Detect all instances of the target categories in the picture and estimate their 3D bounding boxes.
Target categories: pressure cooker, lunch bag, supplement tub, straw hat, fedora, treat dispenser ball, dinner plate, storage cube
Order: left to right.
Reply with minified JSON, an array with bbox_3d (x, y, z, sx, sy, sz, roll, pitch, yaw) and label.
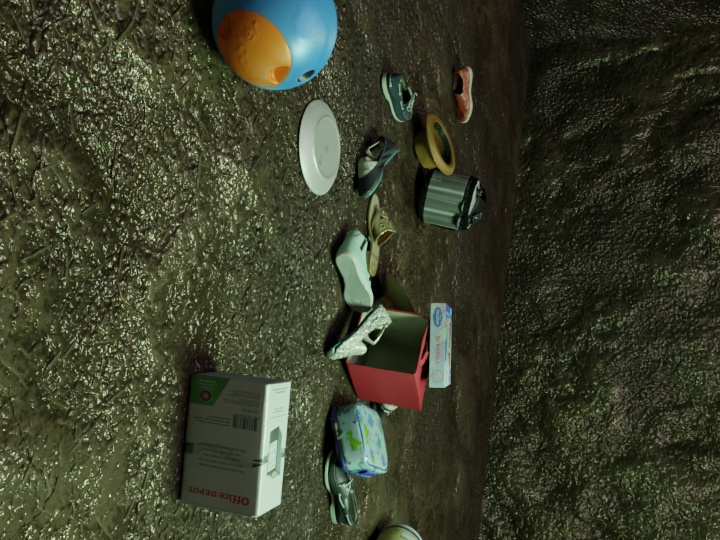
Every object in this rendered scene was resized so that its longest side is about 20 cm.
[{"bbox_3d":[-0.135,-0.392,1.102,0.200,0.198,0.204,3,90,-68],"label":"treat dispenser ball"},{"bbox_3d":[-0.080,-0.264,1.491,0.200,0.024,0.203,4,90,-67],"label":"dinner plate"},{"bbox_3d":[0.001,0.408,1.650,0.200,0.081,0.163,47,28,-63],"label":"lunch bag"},{"bbox_3d":[0.074,0.115,1.826,0.084,0.201,0.203,-27,130,-14],"label":"straw hat"},{"bbox_3d":[0.082,0.793,1.868,0.200,0.142,0.147,-24,115,-65],"label":"supplement tub"},{"bbox_3d":[0.078,0.217,1.725,0.181,0.197,0.172,75,27,-50],"label":"storage cube"},{"bbox_3d":[0.217,-0.373,2.099,0.200,0.081,0.203,38,43,-46],"label":"fedora"},{"bbox_3d":[0.291,-0.215,2.145,0.179,0.197,0.178,12,91,-77],"label":"pressure cooker"}]

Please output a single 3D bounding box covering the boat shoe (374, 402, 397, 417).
[{"bbox_3d":[0.076,0.314,1.898,0.061,0.073,0.201,-53,-161,35],"label":"boat shoe"}]

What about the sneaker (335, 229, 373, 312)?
[{"bbox_3d":[0.000,0.000,1.657,0.119,0.073,0.202,-68,153,-44],"label":"sneaker"}]

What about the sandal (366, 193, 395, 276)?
[{"bbox_3d":[0.058,-0.090,1.788,0.078,0.069,0.215,25,69,-66],"label":"sandal"}]

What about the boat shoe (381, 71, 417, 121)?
[{"bbox_3d":[0.114,-0.471,1.886,0.200,0.061,0.076,53,43,-58],"label":"boat shoe"}]

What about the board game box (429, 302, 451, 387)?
[{"bbox_3d":[0.202,0.188,1.744,0.200,0.041,0.203,28,63,-77],"label":"board game box"}]

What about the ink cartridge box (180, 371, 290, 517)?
[{"bbox_3d":[-0.199,0.272,1.108,0.084,0.144,0.203,12,82,-68],"label":"ink cartridge box"}]

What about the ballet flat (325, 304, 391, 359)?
[{"bbox_3d":[0.005,0.154,1.616,0.200,0.071,0.072,-41,133,-35],"label":"ballet flat"}]

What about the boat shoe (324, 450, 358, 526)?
[{"bbox_3d":[-0.040,0.515,1.638,0.076,0.060,0.202,-51,139,-54],"label":"boat shoe"}]

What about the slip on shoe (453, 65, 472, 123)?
[{"bbox_3d":[0.361,-0.628,2.488,0.061,0.074,0.202,-21,124,-28],"label":"slip on shoe"}]

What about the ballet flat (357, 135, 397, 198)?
[{"bbox_3d":[0.028,-0.264,1.714,0.201,0.072,0.074,-61,146,-37],"label":"ballet flat"}]
